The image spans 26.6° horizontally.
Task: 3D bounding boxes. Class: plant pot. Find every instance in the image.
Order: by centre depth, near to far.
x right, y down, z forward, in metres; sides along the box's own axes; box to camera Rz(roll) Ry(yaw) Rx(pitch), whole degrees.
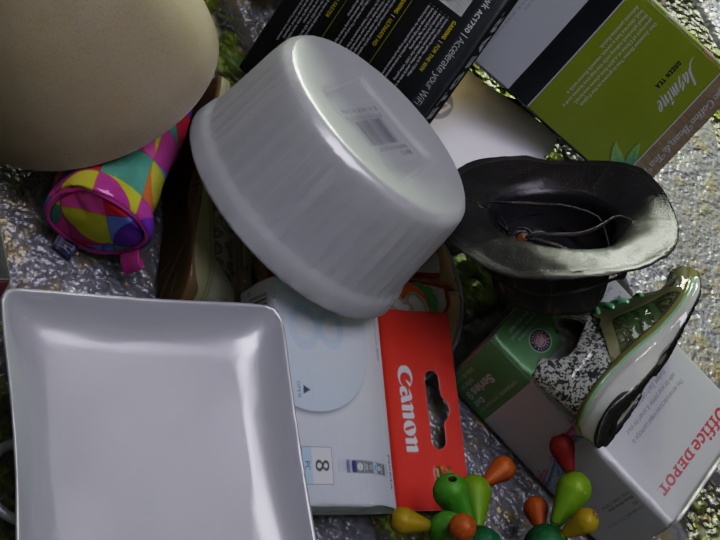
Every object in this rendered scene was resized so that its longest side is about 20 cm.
[{"bbox_3d":[-0.211,-0.189,1.066,0.198,0.135,0.201,-7,48,7],"label":"plant pot"}]

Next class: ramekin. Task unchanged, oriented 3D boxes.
[{"bbox_3d":[-0.017,-0.074,1.091,0.200,0.098,0.201,38,25,-21],"label":"ramekin"}]

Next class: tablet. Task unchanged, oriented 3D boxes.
[{"bbox_3d":[0.050,-0.120,1.252,0.199,0.014,0.130,36,74,3],"label":"tablet"}]

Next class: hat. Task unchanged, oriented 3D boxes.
[{"bbox_3d":[0.149,-0.015,1.159,0.199,0.082,0.201,-1,30,1],"label":"hat"}]

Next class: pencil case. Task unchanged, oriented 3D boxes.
[{"bbox_3d":[-0.171,-0.100,1.129,0.088,0.088,0.201,24,53,-16],"label":"pencil case"}]

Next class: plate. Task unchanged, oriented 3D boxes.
[{"bbox_3d":[-0.130,0.113,0.967,0.199,0.032,0.201,4,62,-29],"label":"plate"}]

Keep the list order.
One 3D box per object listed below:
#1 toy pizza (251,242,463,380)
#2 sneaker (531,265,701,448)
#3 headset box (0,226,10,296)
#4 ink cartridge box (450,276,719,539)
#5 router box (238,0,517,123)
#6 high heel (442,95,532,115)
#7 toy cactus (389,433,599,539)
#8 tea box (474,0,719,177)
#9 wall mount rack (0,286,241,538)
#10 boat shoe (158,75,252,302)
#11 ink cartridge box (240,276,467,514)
[{"bbox_3d":[0.000,0.000,1.204,0.199,0.032,0.202,15,55,-23],"label":"toy pizza"},{"bbox_3d":[0.196,0.044,1.164,0.088,0.077,0.200,32,44,14],"label":"sneaker"},{"bbox_3d":[-0.283,-0.022,0.938,0.074,0.200,0.150,-2,64,-32],"label":"headset box"},{"bbox_3d":[0.191,0.104,1.218,0.200,0.088,0.145,45,50,4],"label":"ink cartridge box"},{"bbox_3d":[0.020,-0.195,1.184,0.149,0.201,0.051,38,19,5],"label":"router box"},{"bbox_3d":[0.053,-0.179,1.316,0.198,0.071,0.144,-5,71,-23],"label":"high heel"},{"bbox_3d":[0.104,0.219,1.093,0.199,0.102,0.166,-26,93,-35],"label":"toy cactus"},{"bbox_3d":[0.189,-0.195,1.296,0.196,0.134,0.200,39,15,-16],"label":"tea box"},{"bbox_3d":[-0.148,0.110,1.020,0.199,0.075,0.175,9,57,-27],"label":"wall mount rack"},{"bbox_3d":[-0.110,-0.053,1.151,0.062,0.073,0.202,20,59,-28],"label":"boat shoe"},{"bbox_3d":[0.009,0.095,1.109,0.199,0.047,0.162,6,70,-37],"label":"ink cartridge box"}]
